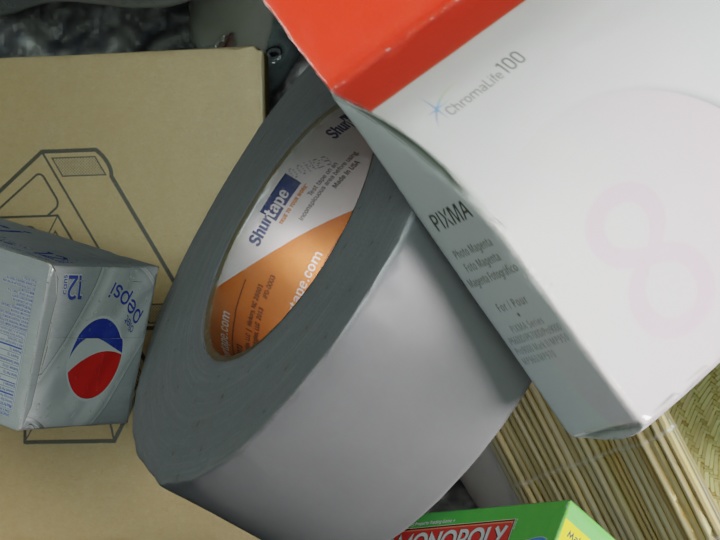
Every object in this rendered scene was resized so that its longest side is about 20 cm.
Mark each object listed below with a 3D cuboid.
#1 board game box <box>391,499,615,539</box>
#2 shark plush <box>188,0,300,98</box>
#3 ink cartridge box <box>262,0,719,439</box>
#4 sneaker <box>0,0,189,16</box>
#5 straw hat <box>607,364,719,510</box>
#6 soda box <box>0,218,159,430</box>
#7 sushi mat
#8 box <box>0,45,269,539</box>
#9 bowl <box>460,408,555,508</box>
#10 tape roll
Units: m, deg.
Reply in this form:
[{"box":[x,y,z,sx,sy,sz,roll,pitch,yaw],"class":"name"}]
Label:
[{"box":[0.083,0.151,0.733,0.200,0.134,0.029,43,55,-28],"class":"board game box"},{"box":[-0.006,-0.166,0.871,0.083,0.091,0.200,47,69,-18],"class":"shark plush"},{"box":[0.072,-0.073,0.634,0.162,0.057,0.200,-38,100,-27],"class":"ink cartridge box"},{"box":[-0.110,-0.159,0.809,0.071,0.200,0.099,28,74,-40],"class":"sneaker"},{"box":[0.182,0.032,0.709,0.201,0.085,0.202,-1,105,-3],"class":"straw hat"},{"box":[-0.179,0.004,0.787,0.200,0.068,0.064,16,97,29],"class":"soda box"},{"box":[0.083,0.068,0.752,0.012,0.096,0.200,-25,86,-36],"class":"sushi mat"},{"box":[-0.116,0.012,0.835,0.163,0.021,0.201,-1,89,7],"class":"box"},{"box":[0.142,0.056,0.818,0.200,0.075,0.200,-37,85,-3],"class":"bowl"},{"box":[0.000,0.000,0.723,0.066,0.200,0.201,32,83,-21],"class":"tape roll"}]
